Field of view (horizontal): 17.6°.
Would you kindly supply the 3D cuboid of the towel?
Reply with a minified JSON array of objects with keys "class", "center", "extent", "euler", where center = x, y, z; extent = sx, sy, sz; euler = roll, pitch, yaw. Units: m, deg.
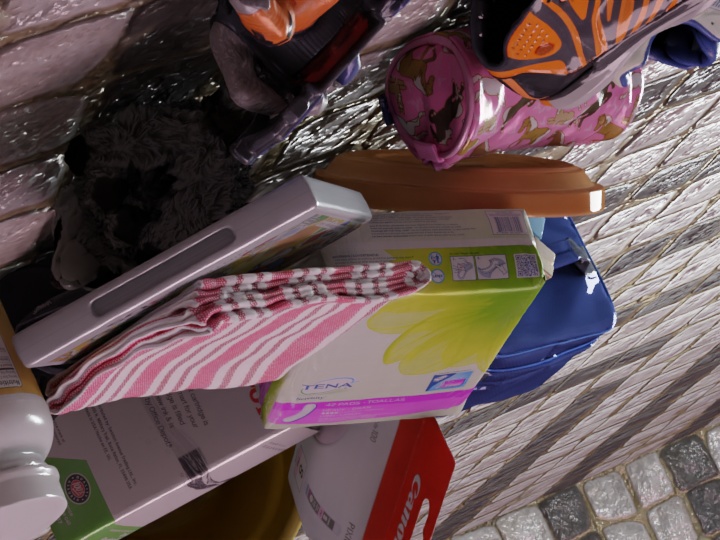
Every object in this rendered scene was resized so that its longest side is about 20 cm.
[{"class":"towel","center":[-0.068,0.041,1.338],"extent":[0.146,0.030,0.199],"euler":[-32,163,38]}]

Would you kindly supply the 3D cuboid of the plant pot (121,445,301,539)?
[{"class":"plant pot","center":[-0.153,0.160,1.856],"extent":[0.200,0.202,0.189],"euler":[-23,-179,-13]}]

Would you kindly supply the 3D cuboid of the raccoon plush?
[{"class":"raccoon plush","center":[-0.100,-0.049,1.395],"extent":[0.199,0.097,0.134],"euler":[-23,173,-15]}]

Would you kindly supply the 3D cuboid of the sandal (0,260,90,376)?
[{"class":"sandal","center":[-0.171,0.036,1.473],"extent":[0.199,0.077,0.043],"euler":[1,-160,35]}]

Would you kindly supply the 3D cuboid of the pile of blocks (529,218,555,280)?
[{"class":"pile of blocks","center":[0.078,-0.043,1.696],"extent":[0.082,0.062,0.200],"euler":[-54,-152,-5]}]

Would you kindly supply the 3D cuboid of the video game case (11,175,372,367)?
[{"class":"video game case","center":[-0.089,0.003,1.317],"extent":[0.181,0.023,0.200],"euler":[-29,176,7]}]

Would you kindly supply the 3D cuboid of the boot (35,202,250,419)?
[{"class":"boot","center":[-0.156,0.035,1.600],"extent":[0.157,0.080,0.211],"euler":[-13,160,-44]}]

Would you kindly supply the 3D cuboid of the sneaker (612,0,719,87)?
[{"class":"sneaker","center":[0.218,-0.172,1.514],"extent":[0.199,0.088,0.075],"euler":[-21,163,-27]}]

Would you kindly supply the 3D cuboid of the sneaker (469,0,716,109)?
[{"class":"sneaker","center":[0.146,-0.181,1.380],"extent":[0.200,0.078,0.112],"euler":[-48,142,18]}]

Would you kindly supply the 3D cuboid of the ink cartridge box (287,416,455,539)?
[{"class":"ink cartridge box","center":[0.003,0.142,1.669],"extent":[0.057,0.200,0.163],"euler":[9,118,-15]}]

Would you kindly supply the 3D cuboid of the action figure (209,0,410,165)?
[{"class":"action figure","center":[-0.018,-0.162,1.188],"extent":[0.200,0.105,0.193],"euler":[-48,180,-18]}]

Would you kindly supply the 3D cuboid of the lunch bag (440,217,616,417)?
[{"class":"lunch bag","center":[0.119,0.027,1.950],"extent":[0.199,0.136,0.132],"euler":[-15,163,-41]}]

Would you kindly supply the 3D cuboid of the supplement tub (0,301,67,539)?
[{"class":"supplement tub","center":[-0.255,0.063,1.273],"extent":[0.144,0.201,0.145],"euler":[-24,166,-6]}]

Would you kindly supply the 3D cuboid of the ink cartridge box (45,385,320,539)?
[{"class":"ink cartridge box","center":[-0.150,0.096,1.694],"extent":[0.199,0.146,0.084],"euler":[-28,167,7]}]

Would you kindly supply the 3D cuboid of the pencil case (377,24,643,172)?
[{"class":"pencil case","center":[0.103,-0.117,1.516],"extent":[0.199,0.083,0.086],"euler":[-12,158,-47]}]

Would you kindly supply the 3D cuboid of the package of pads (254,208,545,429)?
[{"class":"package of pads","center":[0.015,0.031,1.509],"extent":[0.154,0.069,0.200],"euler":[-2,151,-18]}]

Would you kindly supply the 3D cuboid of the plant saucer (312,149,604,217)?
[{"class":"plant saucer","center":[0.067,-0.061,1.577],"extent":[0.199,0.033,0.200],"euler":[2,-172,0]}]
